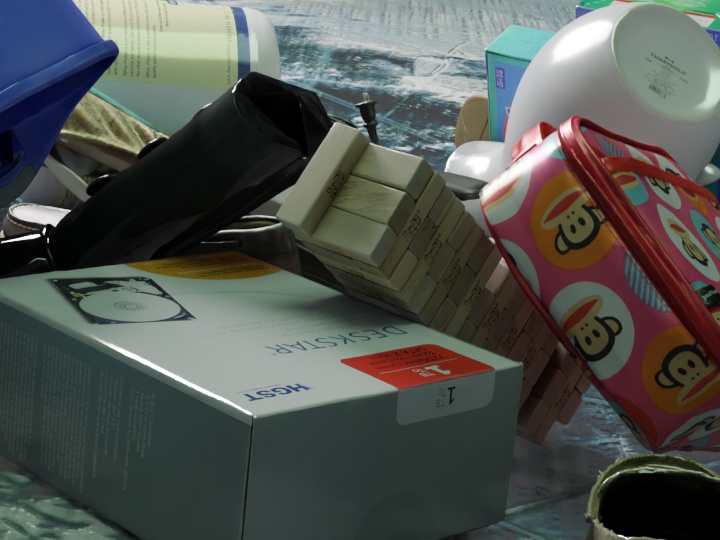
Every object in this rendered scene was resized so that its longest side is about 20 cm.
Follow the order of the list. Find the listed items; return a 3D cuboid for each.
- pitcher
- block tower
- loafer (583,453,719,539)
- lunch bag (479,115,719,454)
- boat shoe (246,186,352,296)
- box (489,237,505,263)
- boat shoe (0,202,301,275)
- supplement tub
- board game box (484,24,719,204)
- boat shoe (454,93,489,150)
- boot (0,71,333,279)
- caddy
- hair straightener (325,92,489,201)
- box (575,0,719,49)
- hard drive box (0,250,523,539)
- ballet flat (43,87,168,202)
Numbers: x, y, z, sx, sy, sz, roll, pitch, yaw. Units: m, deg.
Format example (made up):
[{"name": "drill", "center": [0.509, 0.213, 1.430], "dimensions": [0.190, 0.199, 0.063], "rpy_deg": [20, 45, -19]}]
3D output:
[{"name": "pitcher", "center": [0.163, -0.068, 1.232], "dimensions": [0.171, 0.122, 0.200], "rpy_deg": [27, -33, -10]}, {"name": "block tower", "center": [0.042, 0.013, 0.937], "dimensions": [0.058, 0.054, 0.200], "rpy_deg": [19, -18, 43]}, {"name": "loafer", "center": [0.125, 0.107, 0.778], "dimensions": [0.075, 0.068, 0.200], "rpy_deg": [8, 15, 5]}, {"name": "lunch bag", "center": [0.137, 0.000, 0.962], "dimensions": [0.177, 0.082, 0.200], "rpy_deg": [55, 18, 18]}, {"name": "boat shoe", "center": [0.000, 0.000, 1.123], "dimensions": [0.199, 0.064, 0.071], "rpy_deg": [30, 32, -2]}, {"name": "box", "center": [0.107, 0.012, 1.202], "dimensions": [0.198, 0.035, 0.110], "rpy_deg": [7, 15, 3]}, {"name": "boat shoe", "center": [-0.113, -0.019, 1.087], "dimensions": [0.200, 0.067, 0.072], "rpy_deg": [15, 18, 31]}, {"name": "supplement tub", "center": [-0.162, -0.111, 1.338], "dimensions": [0.198, 0.146, 0.145], "rpy_deg": [3, 15, -13]}, {"name": "board game box", "center": [0.182, -0.071, 1.316], "dimensions": [0.199, 0.153, 0.045], "rpy_deg": [14, 38, 27]}, {"name": "boat shoe", "center": [0.148, -0.082, 1.519], "dimensions": [0.063, 0.074, 0.200], "rpy_deg": [4, 16, -38]}, {"name": "boot", "center": [-0.120, -0.022, 0.960], "dimensions": [0.199, 0.066, 0.165], "rpy_deg": [-28, -1, 25]}, {"name": "caddy", "center": [-0.198, -0.074, 0.937], "dimensions": [0.141, 0.105, 0.200], "rpy_deg": [-35, 3, 30]}, {"name": "hair straightener", "center": [-0.003, -0.075, 1.225], "dimensions": [0.199, 0.078, 0.041], "rpy_deg": [23, 22, 31]}, {"name": "box", "center": [0.206, -0.090, 1.350], "dimensions": [0.117, 0.201, 0.048], "rpy_deg": [13, 39, 27]}, {"name": "hard drive box", "center": [-0.054, 0.058, 0.872], "dimensions": [0.155, 0.078, 0.199], "rpy_deg": [-8, 21, -43]}, {"name": "ballet flat", "center": [-0.125, -0.053, 1.225], "dimensions": [0.199, 0.066, 0.071], "rpy_deg": [23, -23, 7]}]
